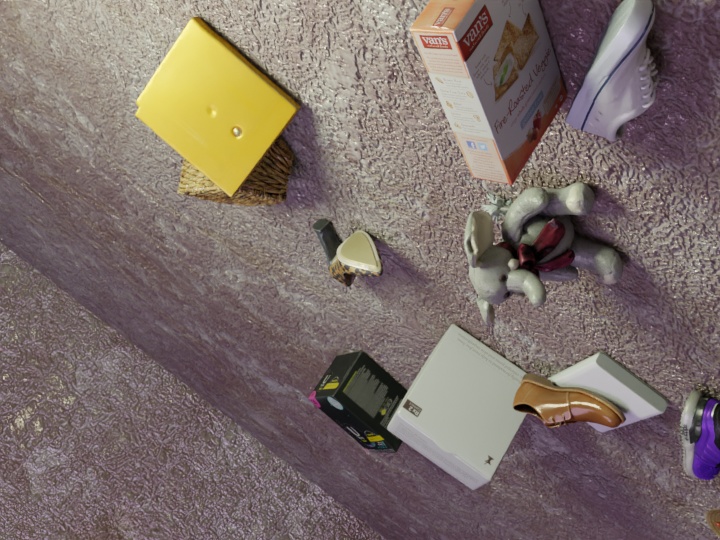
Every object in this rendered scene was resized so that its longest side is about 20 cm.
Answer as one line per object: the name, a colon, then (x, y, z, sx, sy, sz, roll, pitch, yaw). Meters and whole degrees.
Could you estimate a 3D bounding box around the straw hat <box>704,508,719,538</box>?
straw hat: (0.636, 0.388, 1.428, 0.199, 0.086, 0.202, 35, 162, 12)

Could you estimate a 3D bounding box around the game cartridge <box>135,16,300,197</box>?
game cartridge: (-0.214, -0.238, 1.365, 0.199, 0.177, 0.033, 41, -158, -5)

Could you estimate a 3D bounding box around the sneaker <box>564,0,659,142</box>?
sneaker: (0.256, -0.191, 0.893, 0.070, 0.074, 0.200, 23, 165, 6)

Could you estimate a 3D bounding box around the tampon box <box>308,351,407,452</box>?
tampon box: (0.011, 0.298, 2.090, 0.199, 0.127, 0.149, 42, 156, -13)

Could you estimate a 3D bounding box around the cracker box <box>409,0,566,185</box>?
cracker box: (0.135, -0.206, 0.933, 0.057, 0.135, 0.201, 15, 150, 39)

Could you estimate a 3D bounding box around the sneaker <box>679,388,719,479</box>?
sneaker: (0.527, 0.258, 1.352, 0.098, 0.070, 0.201, 15, 150, 35)

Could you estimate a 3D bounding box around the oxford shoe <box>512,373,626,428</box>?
oxford shoe: (0.335, 0.229, 1.504, 0.198, 0.072, 0.072, 9, 144, 46)

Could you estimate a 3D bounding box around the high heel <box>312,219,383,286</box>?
high heel: (0.000, 0.000, 1.592, 0.199, 0.071, 0.144, 36, 158, 49)

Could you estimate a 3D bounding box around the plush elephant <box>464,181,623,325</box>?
plush elephant: (0.204, -0.016, 1.171, 0.198, 0.156, 0.166, 16, 151, 38)

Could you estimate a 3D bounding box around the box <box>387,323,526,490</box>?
box: (0.182, 0.243, 1.647, 0.197, 0.201, 0.131, 34, 159, 5)

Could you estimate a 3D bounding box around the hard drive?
hard drive: (0.388, 0.200, 1.494, 0.131, 0.026, 0.200, 36, 157, 0)

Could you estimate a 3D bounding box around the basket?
basket: (-0.196, -0.190, 1.533, 0.141, 0.152, 0.198, 10, 175, -36)
